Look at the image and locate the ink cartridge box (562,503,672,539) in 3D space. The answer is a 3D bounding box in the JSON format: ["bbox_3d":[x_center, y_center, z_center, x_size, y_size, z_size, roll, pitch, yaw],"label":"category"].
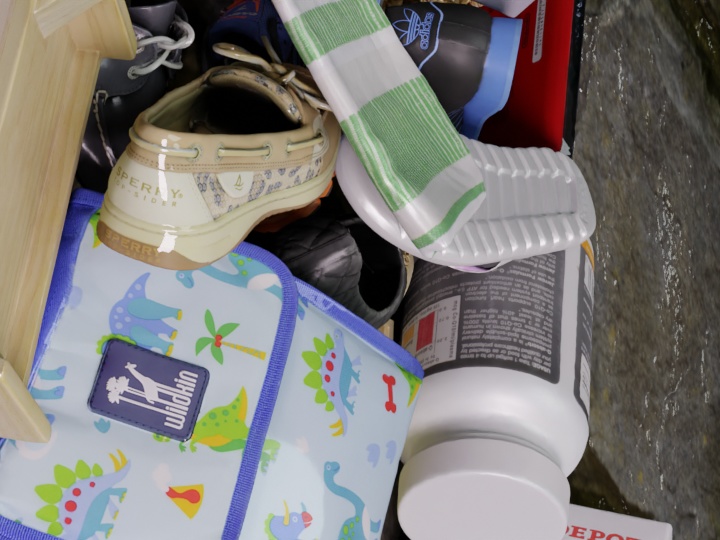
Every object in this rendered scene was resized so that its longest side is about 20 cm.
[{"bbox_3d":[0.087,0.229,1.115,0.086,0.145,0.201,83,22,-47],"label":"ink cartridge box"}]

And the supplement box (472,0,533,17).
[{"bbox_3d":[0.043,-0.248,1.105,0.108,0.061,0.201,15,50,-39],"label":"supplement box"}]

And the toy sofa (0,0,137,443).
[{"bbox_3d":[-0.162,-0.036,0.817,0.083,0.097,0.201,79,19,-67],"label":"toy sofa"}]

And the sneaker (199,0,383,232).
[{"bbox_3d":[-0.041,-0.124,1.032,0.078,0.075,0.201,35,56,-50],"label":"sneaker"}]

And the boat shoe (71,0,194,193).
[{"bbox_3d":[-0.112,-0.111,0.913,0.073,0.062,0.201,-36,119,-59],"label":"boat shoe"}]

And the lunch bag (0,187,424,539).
[{"bbox_3d":[-0.080,0.080,0.899,0.200,0.127,0.171,35,57,-33],"label":"lunch bag"}]

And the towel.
[{"bbox_3d":[-0.001,-0.107,0.960,0.201,0.023,0.153,61,16,-6],"label":"towel"}]

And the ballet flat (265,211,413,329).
[{"bbox_3d":[0.000,0.000,1.039,0.067,0.057,0.200,69,16,2],"label":"ballet flat"}]

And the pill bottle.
[{"bbox_3d":[0.076,0.060,1.137,0.117,0.116,0.201,55,32,-42],"label":"pill bottle"}]

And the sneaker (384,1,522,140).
[{"bbox_3d":[0.036,-0.105,1.129,0.200,0.077,0.071,118,-15,-73],"label":"sneaker"}]

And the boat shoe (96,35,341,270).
[{"bbox_3d":[-0.054,-0.062,0.893,0.200,0.073,0.063,-54,159,-62],"label":"boat shoe"}]

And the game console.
[{"bbox_3d":[0.123,-0.122,1.278,0.118,0.172,0.201,17,69,-30],"label":"game console"}]

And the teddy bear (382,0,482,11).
[{"bbox_3d":[0.032,-0.200,1.172,0.200,0.066,0.146,8,77,-60],"label":"teddy bear"}]

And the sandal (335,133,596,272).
[{"bbox_3d":[0.054,-0.032,1.082,0.202,0.050,0.083,7,62,-44],"label":"sandal"}]

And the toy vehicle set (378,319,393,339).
[{"bbox_3d":[-0.028,0.112,1.068,0.124,0.026,0.201,26,64,-56],"label":"toy vehicle set"}]
